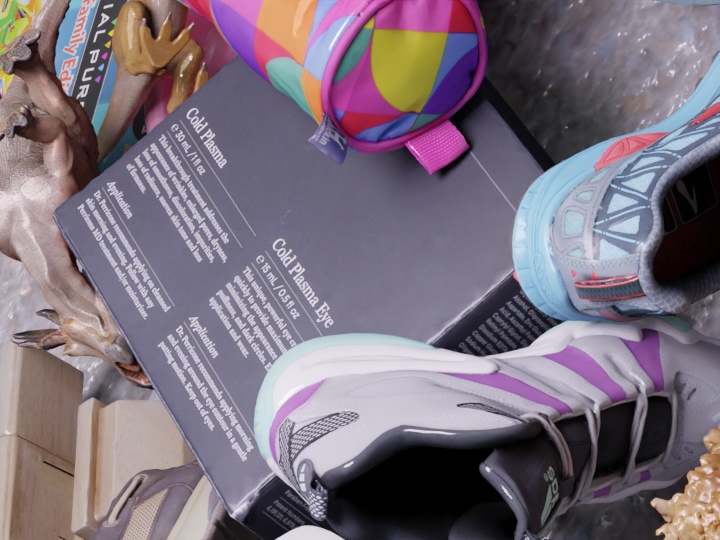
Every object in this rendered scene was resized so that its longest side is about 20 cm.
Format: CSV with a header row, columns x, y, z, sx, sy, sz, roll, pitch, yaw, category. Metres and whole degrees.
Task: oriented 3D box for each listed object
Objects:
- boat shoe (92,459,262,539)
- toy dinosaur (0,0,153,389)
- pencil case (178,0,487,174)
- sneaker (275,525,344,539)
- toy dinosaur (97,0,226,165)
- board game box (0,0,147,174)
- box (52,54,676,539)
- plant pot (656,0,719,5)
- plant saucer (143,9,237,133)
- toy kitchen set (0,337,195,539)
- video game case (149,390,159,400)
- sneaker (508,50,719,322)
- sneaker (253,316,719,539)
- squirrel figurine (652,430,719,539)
x,y,z,sx,sy,sz,roll,pitch,yaw,category
-0.104,0.160,1.203,0.073,0.075,0.200,6,42,31,boat shoe
-0.146,-0.039,1.342,0.086,0.136,0.200,-18,51,26,toy dinosaur
-0.030,-0.117,1.173,0.088,0.088,0.200,-53,47,7,pencil case
-0.056,0.170,1.047,0.146,0.081,0.200,-48,14,-19,sneaker
-0.103,-0.103,1.395,0.106,0.060,0.200,44,118,59,toy dinosaur
-0.168,-0.096,1.536,0.200,0.047,0.151,-9,59,44,board game box
0.000,0.000,1.206,0.182,0.104,0.200,-41,49,8,box
0.124,-0.243,1.218,0.200,0.200,0.196,-49,32,11,plant pot
-0.019,-0.116,1.388,0.200,0.051,0.201,-27,48,34,plant saucer
-0.185,0.093,1.285,0.163,0.180,0.200,-28,46,32,toy kitchen set
-0.042,0.106,1.285,0.200,0.022,0.182,5,69,48,video game case
0.157,-0.037,1.078,0.200,0.079,0.095,-37,22,-19,sneaker
0.069,0.074,1.053,0.140,0.199,0.078,-124,30,-66,sneaker
0.197,0.073,0.976,0.200,0.141,0.187,-33,53,49,squirrel figurine
